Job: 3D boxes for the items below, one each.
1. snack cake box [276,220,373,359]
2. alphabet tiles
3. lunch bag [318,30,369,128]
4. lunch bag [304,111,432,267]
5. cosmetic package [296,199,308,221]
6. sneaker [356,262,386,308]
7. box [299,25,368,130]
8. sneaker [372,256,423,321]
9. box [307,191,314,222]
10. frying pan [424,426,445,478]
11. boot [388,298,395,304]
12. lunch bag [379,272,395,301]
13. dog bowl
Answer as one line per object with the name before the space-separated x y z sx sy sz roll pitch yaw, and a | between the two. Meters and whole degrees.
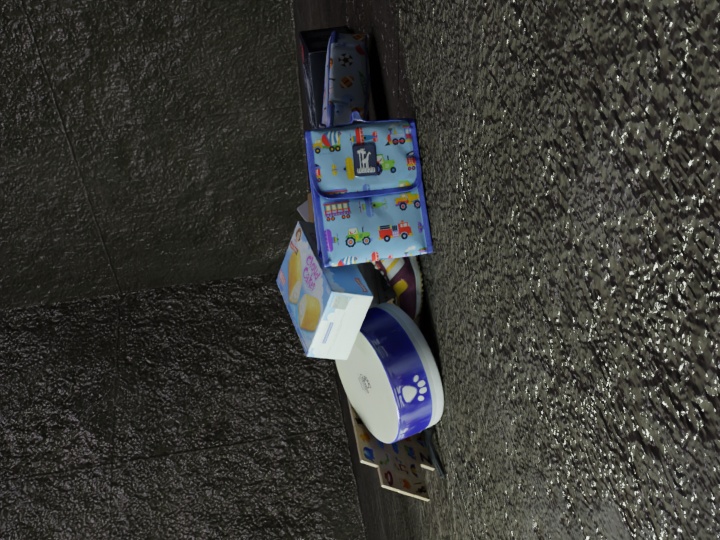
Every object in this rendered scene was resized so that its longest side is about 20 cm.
snack cake box | -0.058 0.026 1.220 0.115 0.067 0.200 -69 28 26
alphabet tiles | 0.052 0.273 1.324 0.008 0.167 0.200 -45 37 26
lunch bag | -0.029 -0.290 1.399 0.160 0.076 0.200 115 160 -73
lunch bag | 0.007 -0.117 1.124 0.094 0.150 0.200 -128 31 -78
cosmetic package | -0.046 -0.074 1.652 0.101 0.071 0.200 51 180 -36
sneaker | -0.007 0.028 1.327 0.073 0.071 0.200 26 137 37
box | -0.052 -0.355 1.606 0.182 0.104 0.200 -111 14 -60
sneaker | 0.040 -0.017 1.239 0.075 0.090 0.200 145 117 -83
box | -0.066 -0.037 1.401 0.163 0.021 0.200 -179 86 -76
frying pan | 0.097 0.224 1.303 0.190 0.031 0.115 -131 31 -50
boot | 0.022 0.146 1.563 0.075 0.107 0.200 179 82 -82
lunch bag | 0.000 0.000 1.454 0.160 0.076 0.200 62 158 2
dog bowl | 0.038 0.155 1.238 0.200 0.079 0.200 48 150 40
